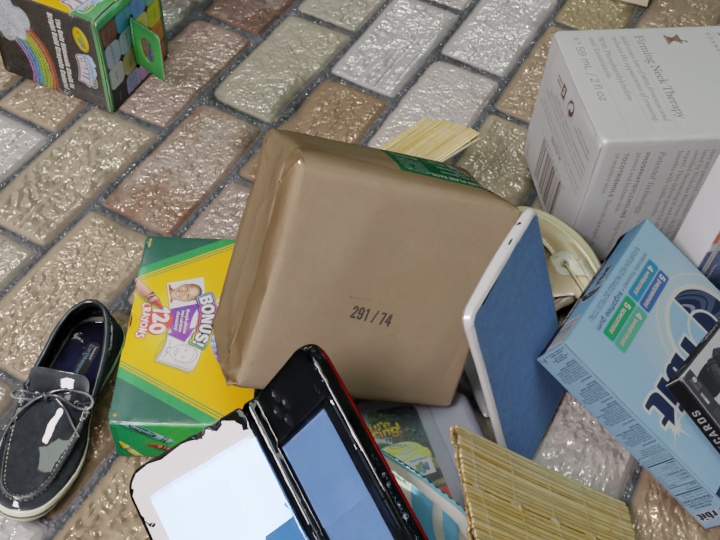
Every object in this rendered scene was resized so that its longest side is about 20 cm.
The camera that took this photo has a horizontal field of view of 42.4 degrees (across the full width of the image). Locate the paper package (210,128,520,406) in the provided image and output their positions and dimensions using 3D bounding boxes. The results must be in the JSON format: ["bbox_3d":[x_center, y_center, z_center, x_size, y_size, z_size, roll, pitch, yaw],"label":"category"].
[{"bbox_3d":[0.000,0.000,0.748,0.197,0.194,0.104,9,21,-25],"label":"paper package"}]

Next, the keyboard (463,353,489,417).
[{"bbox_3d":[0.105,0.049,0.883,0.055,0.011,0.202,-16,53,-9],"label":"keyboard"}]

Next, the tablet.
[{"bbox_3d":[0.130,0.066,0.751,0.013,0.202,0.131,10,46,33],"label":"tablet"}]

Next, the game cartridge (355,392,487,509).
[{"bbox_3d":[0.016,0.172,0.759,0.196,0.041,0.134,-14,49,-14],"label":"game cartridge"}]

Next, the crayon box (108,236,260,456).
[{"bbox_3d":[-0.144,0.064,0.821,0.116,0.059,0.203,2,50,-2],"label":"crayon box"}]

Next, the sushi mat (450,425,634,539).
[{"bbox_3d":[0.143,0.186,0.683,0.198,0.012,0.097,28,39,-29],"label":"sushi mat"}]

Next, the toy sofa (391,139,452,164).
[{"bbox_3d":[0.008,-0.049,0.895,0.082,0.099,0.200,26,54,26],"label":"toy sofa"}]

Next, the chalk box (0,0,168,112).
[{"bbox_3d":[-0.300,-0.278,1.053,0.197,0.126,0.125,21,52,13],"label":"chalk box"}]

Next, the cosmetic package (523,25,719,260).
[{"bbox_3d":[0.290,-0.128,0.936,0.196,0.168,0.169,-4,50,-8],"label":"cosmetic package"}]

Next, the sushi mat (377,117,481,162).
[{"bbox_3d":[0.013,-0.087,0.874,0.198,0.012,0.095,-34,29,-17],"label":"sushi mat"}]

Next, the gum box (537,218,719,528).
[{"bbox_3d":[0.269,0.083,0.791,0.200,0.045,0.170,45,56,-1],"label":"gum box"}]

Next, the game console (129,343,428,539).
[{"bbox_3d":[-0.055,0.184,0.638,0.117,0.173,0.202,-21,74,-34],"label":"game console"}]

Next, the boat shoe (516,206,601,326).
[{"bbox_3d":[0.192,0.019,0.873,0.064,0.073,0.201,-28,63,-25],"label":"boat shoe"}]

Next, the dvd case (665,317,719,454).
[{"bbox_3d":[0.357,0.097,0.786,0.199,0.025,0.151,-36,86,-35],"label":"dvd case"}]

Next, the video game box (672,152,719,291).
[{"bbox_3d":[0.380,-0.049,0.856,0.179,0.202,0.047,-18,56,-16],"label":"video game box"}]

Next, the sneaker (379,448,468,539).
[{"bbox_3d":[0.047,0.204,0.673,0.200,0.077,0.081,44,82,3],"label":"sneaker"}]

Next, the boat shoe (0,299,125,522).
[{"bbox_3d":[-0.254,0.109,0.777,0.073,0.063,0.202,12,52,5],"label":"boat shoe"}]

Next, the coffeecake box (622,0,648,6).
[{"bbox_3d":[0.304,-0.453,1.213,0.197,0.155,0.074,18,50,11],"label":"coffeecake box"}]
